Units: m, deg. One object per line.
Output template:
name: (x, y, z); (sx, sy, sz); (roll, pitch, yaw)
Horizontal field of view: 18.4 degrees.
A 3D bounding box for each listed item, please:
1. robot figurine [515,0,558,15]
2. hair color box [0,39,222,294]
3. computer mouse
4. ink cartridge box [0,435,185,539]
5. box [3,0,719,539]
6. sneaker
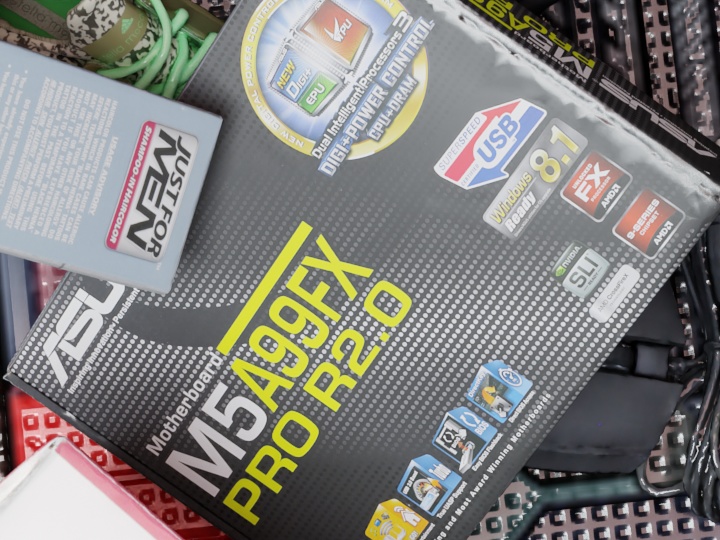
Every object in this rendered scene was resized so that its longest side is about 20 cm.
robot figurine: (0.011, -0.178, 0.772); (0.124, 0.150, 0.201); (-25, 86, 8)
hair color box: (-0.150, -0.051, 0.648); (0.200, 0.099, 0.061); (17, 91, -43)
computer mouse: (0.057, 0.020, 0.792); (0.199, 0.053, 0.139); (1, 85, -3)
ink cartridge box: (-0.065, 0.134, 0.700); (0.146, 0.200, 0.083); (40, 80, 1)
box: (0.000, 0.000, 0.727); (0.160, 0.044, 0.200); (35, 112, -1)
sneaker: (-0.075, -0.070, 0.768); (0.199, 0.089, 0.077); (25, 86, 7)
